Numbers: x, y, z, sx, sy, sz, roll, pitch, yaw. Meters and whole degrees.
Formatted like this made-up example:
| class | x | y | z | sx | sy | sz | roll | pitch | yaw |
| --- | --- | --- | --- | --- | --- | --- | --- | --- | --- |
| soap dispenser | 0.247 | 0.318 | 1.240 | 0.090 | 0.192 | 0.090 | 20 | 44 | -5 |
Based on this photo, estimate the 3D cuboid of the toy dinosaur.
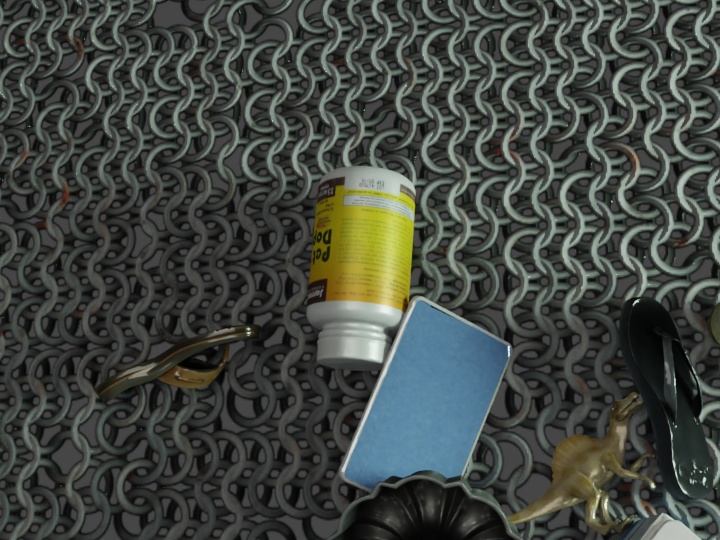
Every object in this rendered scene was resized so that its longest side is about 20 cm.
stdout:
| class | x | y | z | sx | sy | sz | roll | pitch | yaw |
| --- | --- | --- | --- | --- | --- | --- | --- | --- | --- |
| toy dinosaur | 0.223 | 0.215 | 0.932 | 0.200 | 0.058 | 0.101 | -43 | 55 | -3 |

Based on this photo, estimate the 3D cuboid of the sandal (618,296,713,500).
| class | x | y | z | sx | sy | sz | roll | pitch | yaw |
| --- | --- | --- | --- | --- | --- | --- | --- | --- | --- |
| sandal | 0.310 | 0.120 | 0.920 | 0.075 | 0.043 | 0.203 | -8 | 77 | -34 |

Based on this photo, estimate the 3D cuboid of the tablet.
| class | x | y | z | sx | sy | sz | roll | pitch | yaw |
| --- | --- | --- | --- | --- | --- | --- | --- | --- | --- |
| tablet | 0.070 | 0.142 | 0.964 | 0.129 | 0.014 | 0.202 | 27 | 81 | -17 |

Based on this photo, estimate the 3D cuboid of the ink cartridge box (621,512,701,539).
| class | x | y | z | sx | sy | sz | roll | pitch | yaw |
| --- | --- | --- | --- | --- | --- | --- | --- | --- | --- |
| ink cartridge box | 0.283 | 0.292 | 0.811 | 0.146 | 0.200 | 0.086 | 41 | 86 | 19 |

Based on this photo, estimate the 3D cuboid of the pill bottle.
| class | x | y | z | sx | sy | sz | roll | pitch | yaw |
| --- | --- | --- | --- | --- | --- | --- | --- | --- | --- |
| pill bottle | 0.000 | 0.000 | 0.998 | 0.108 | 0.109 | 0.203 | 1 | 75 | 12 |

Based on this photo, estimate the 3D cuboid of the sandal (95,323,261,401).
| class | x | y | z | sx | sy | sz | roll | pitch | yaw |
| --- | --- | --- | --- | --- | --- | --- | --- | --- | --- |
| sandal | -0.194 | 0.108 | 1.028 | 0.198 | 0.082 | 0.055 | -24 | 88 | 3 |

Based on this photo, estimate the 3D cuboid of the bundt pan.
| class | x | y | z | sx | sy | sz | roll | pitch | yaw |
| --- | --- | --- | --- | --- | --- | --- | --- | --- | --- |
| bundt pan | 0.067 | 0.285 | 0.903 | 0.199 | 0.076 | 0.205 | 1 | 96 | 12 |

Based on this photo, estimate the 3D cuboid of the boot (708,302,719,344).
| class | x | y | z | sx | sy | sz | roll | pitch | yaw |
| --- | --- | --- | --- | --- | --- | --- | --- | --- | --- |
| boot | 0.430 | 0.067 | 0.865 | 0.198 | 0.156 | 0.073 | 28 | 82 | 17 |
